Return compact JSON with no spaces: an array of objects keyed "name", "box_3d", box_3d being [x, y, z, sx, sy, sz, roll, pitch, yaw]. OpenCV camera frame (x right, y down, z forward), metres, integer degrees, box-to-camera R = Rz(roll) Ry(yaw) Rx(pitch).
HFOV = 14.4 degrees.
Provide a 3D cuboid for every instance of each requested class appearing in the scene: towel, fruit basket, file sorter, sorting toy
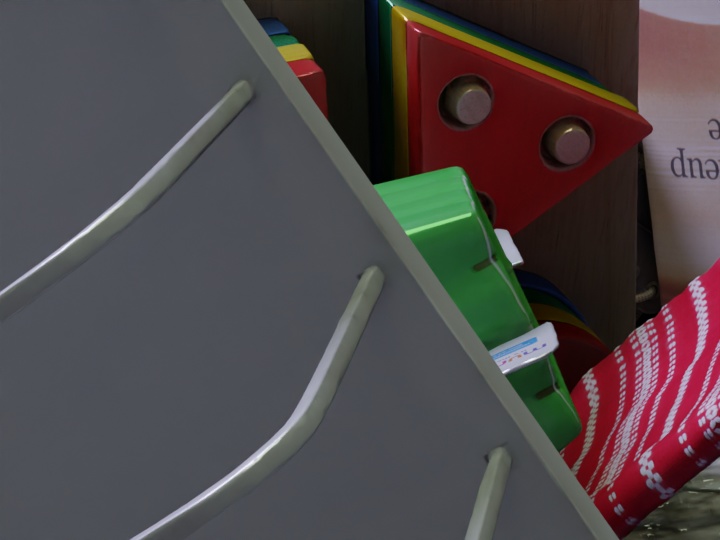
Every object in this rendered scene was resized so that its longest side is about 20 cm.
[{"name":"towel","box_3d":[0.076,0.034,0.746,0.200,0.022,0.145,-44,4,24]},{"name":"fruit basket","box_3d":[-0.042,0.053,0.719,0.200,0.094,0.185,-33,7,3]},{"name":"file sorter","box_3d":[-0.054,0.046,0.550,0.139,0.200,0.125,-33,8,17]},{"name":"sorting toy","box_3d":[0.000,0.000,0.855,0.198,0.201,0.070,-11,28,-16]}]

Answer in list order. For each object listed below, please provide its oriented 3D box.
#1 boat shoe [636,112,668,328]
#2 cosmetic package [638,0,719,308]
[{"name":"boat shoe","box_3d":[0.088,-0.013,1.030,0.074,0.074,0.200,-25,-19,31]},{"name":"cosmetic package","box_3d":[0.158,-0.056,0.989,0.087,0.201,0.103,-19,16,-42]}]
